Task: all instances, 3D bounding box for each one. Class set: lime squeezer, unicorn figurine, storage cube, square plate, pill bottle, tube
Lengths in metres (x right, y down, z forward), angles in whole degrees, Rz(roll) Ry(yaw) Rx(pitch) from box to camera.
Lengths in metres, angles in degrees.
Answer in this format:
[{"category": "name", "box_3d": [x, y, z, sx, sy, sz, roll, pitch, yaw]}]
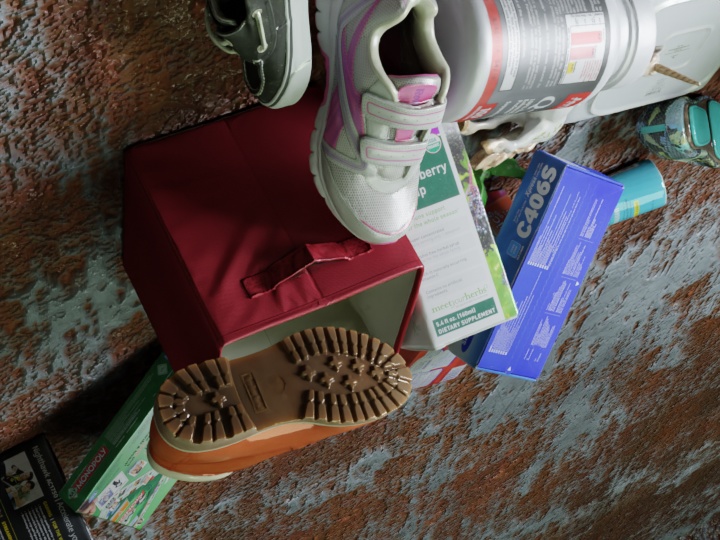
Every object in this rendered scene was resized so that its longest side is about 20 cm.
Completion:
[{"category": "lime squeezer", "box_3d": [0.115, -0.063, 1.568, 0.199, 0.038, 0.071, -35, 130, -30]}, {"category": "unicorn figurine", "box_3d": [0.168, -0.151, 1.459, 0.136, 0.075, 0.200, -12, 172, -29]}, {"category": "storage cube", "box_3d": [-0.073, -0.005, 1.325, 0.169, 0.181, 0.201, -21, 155, -19]}, {"category": "square plate", "box_3d": [0.278, -0.205, 1.526, 0.198, 0.029, 0.199, -16, 152, -29]}, {"category": "pill bottle", "box_3d": [0.123, -0.177, 1.290, 0.198, 0.117, 0.116, -10, 150, -37]}, {"category": "tube", "box_3d": [0.210, -0.055, 1.735, 0.198, 0.051, 0.078, -21, 148, -7]}]

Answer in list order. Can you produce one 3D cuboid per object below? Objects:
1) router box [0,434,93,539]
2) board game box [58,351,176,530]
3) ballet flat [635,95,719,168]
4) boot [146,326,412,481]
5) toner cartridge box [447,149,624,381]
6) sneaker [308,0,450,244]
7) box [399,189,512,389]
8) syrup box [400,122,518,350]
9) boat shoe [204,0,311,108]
[{"category": "router box", "box_3d": [-0.315, 0.273, 1.572, 0.148, 0.201, 0.051, -25, 155, -9]}, {"category": "board game box", "box_3d": [-0.184, 0.147, 1.603, 0.201, 0.029, 0.135, -53, 156, -1]}, {"category": "ballet flat", "box_3d": [0.316, -0.135, 1.674, 0.074, 0.075, 0.199, -38, 162, 19]}, {"category": "boot", "box_3d": [-0.062, 0.101, 1.247, 0.198, 0.076, 0.108, -9, 153, -23]}, {"category": "toner cartridge box", "box_3d": [0.160, -0.003, 1.564, 0.094, 0.043, 0.202, 14, 103, -45]}, {"category": "sneaker", "box_3d": [0.016, -0.113, 1.199, 0.081, 0.088, 0.203, -14, 109, -30]}, {"category": "box", "box_3d": [0.081, 0.023, 1.665, 0.099, 0.096, 0.200, -11, 150, -38]}, {"category": "syrup box", "box_3d": [0.046, -0.045, 1.350, 0.078, 0.202, 0.081, -20, -175, -19]}, {"category": "boat shoe", "box_3d": [-0.073, -0.178, 1.128, 0.063, 0.071, 0.201, -22, 147, -18]}]
